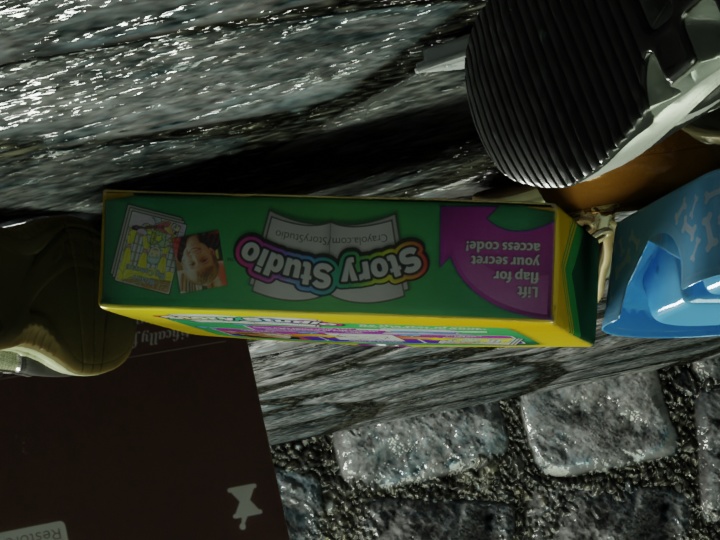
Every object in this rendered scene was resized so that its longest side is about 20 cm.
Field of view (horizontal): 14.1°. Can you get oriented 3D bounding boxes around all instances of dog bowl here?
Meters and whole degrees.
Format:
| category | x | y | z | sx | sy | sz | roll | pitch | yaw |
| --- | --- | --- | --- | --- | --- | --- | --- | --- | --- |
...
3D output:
| category | x | y | z | sx | sy | sz | roll | pitch | yaw |
| --- | --- | --- | --- | --- | --- | --- | --- | --- | --- |
| dog bowl | 0.176 | -0.010 | 1.282 | 0.111 | 0.050 | 0.200 | -1 | 170 | -16 |

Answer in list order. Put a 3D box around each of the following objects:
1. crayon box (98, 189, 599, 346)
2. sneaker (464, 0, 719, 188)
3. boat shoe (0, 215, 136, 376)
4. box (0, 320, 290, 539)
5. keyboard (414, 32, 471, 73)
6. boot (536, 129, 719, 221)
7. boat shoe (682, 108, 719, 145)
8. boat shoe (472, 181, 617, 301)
| category | x | y | z | sx | sy | sz | roll | pitch | yaw |
| --- | --- | --- | --- | --- | --- | --- | --- | --- | --- |
| crayon box | 0.000 | 0.000 | 1.321 | 0.200 | 0.058 | 0.173 | 2 | 175 | 10 |
| sneaker | 0.111 | -0.082 | 0.955 | 0.088 | 0.074 | 0.200 | -13 | 171 | -34 |
| boat shoe | -0.166 | 0.012 | 1.291 | 0.066 | 0.072 | 0.201 | -4 | 177 | 22 |
| box | -0.161 | 0.095 | 1.546 | 0.166 | 0.164 | 0.200 | -9 | 172 | -26 |
| keyboard | 0.116 | -0.103 | 1.072 | 0.200 | 0.011 | 0.056 | -16 | 172 | 29 |
| boot | 0.158 | -0.055 | 1.362 | 0.144 | 0.071 | 0.201 | -8 | 172 | 17 |
| boat shoe | 0.202 | -0.083 | 1.149 | 0.063 | 0.073 | 0.201 | -14 | -178 | -29 |
| boat shoe | 0.107 | -0.016 | 1.553 | 0.073 | 0.063 | 0.200 | -13 | 173 | 12 |
